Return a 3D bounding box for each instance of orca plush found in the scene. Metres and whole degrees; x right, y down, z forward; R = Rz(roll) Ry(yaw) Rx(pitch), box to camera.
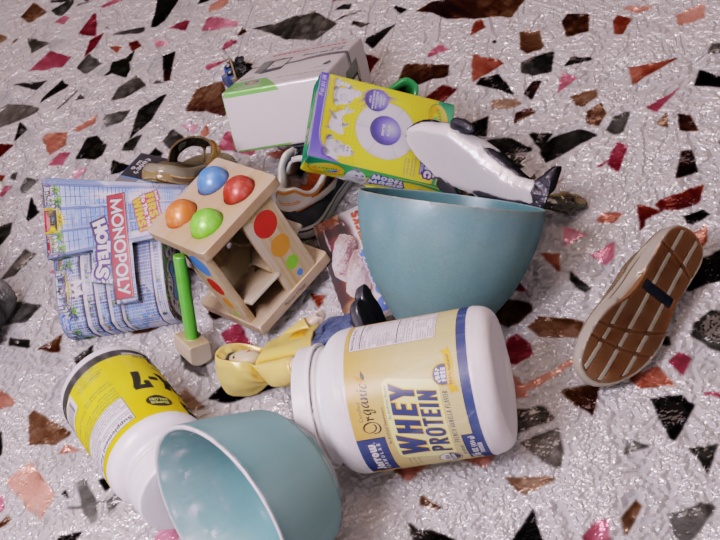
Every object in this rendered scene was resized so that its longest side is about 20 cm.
[{"bbox_3d":[0.149,-0.133,1.370,0.199,0.106,0.071,15,36,40],"label":"orca plush"}]

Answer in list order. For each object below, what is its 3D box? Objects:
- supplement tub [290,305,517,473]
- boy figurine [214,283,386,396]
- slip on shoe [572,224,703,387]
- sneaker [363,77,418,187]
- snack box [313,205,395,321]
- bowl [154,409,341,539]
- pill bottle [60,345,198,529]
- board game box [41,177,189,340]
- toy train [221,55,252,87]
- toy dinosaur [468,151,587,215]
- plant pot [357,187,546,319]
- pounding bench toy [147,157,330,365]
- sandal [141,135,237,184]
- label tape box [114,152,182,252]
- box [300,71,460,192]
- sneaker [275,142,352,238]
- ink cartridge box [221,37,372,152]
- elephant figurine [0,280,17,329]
[{"bbox_3d":[0.044,0.120,1.169,0.199,0.145,0.145,-11,43,14],"label":"supplement tub"},{"bbox_3d":[-0.069,0.081,1.303,0.199,0.065,0.125,-21,20,23],"label":"boy figurine"},{"bbox_3d":[0.275,0.038,1.215,0.201,0.076,0.061,-55,10,-20],"label":"slip on shoe"},{"bbox_3d":[0.033,-0.176,1.511,0.084,0.074,0.201,-46,24,43],"label":"sneaker"},{"bbox_3d":[0.000,0.000,1.400,0.072,0.024,0.201,-24,42,3],"label":"snack box"},{"bbox_3d":[-0.094,0.213,1.125,0.200,0.202,0.105,23,39,39],"label":"bowl"},{"bbox_3d":[-0.230,0.175,1.260,0.114,0.115,0.200,-36,44,-13],"label":"pill bottle"},{"bbox_3d":[-0.282,-0.030,1.459,0.198,0.062,0.202,-11,78,16],"label":"board game box"},{"bbox_3d":[-0.171,-0.249,1.729,0.046,0.034,0.201,-30,41,12],"label":"toy train"},{"bbox_3d":[0.162,-0.084,1.400,0.199,0.048,0.089,-14,49,16],"label":"toy dinosaur"},{"bbox_3d":[0.090,-0.010,1.269,0.198,0.136,0.200,6,8,-1],"label":"plant pot"},{"bbox_3d":[-0.168,-0.009,1.375,0.124,0.156,0.200,20,62,46],"label":"pounding bench toy"},{"bbox_3d":[-0.208,-0.139,1.471,0.080,0.054,0.200,3,9,16],"label":"sandal"},{"bbox_3d":[-0.303,-0.084,1.596,0.199,0.064,0.144,15,54,34],"label":"label tape box"},{"bbox_3d":[0.035,-0.158,1.441,0.199,0.048,0.118,12,69,-12],"label":"box"},{"bbox_3d":[-0.050,-0.138,1.525,0.078,0.080,0.201,-1,45,25],"label":"sneaker"},{"bbox_3d":[-0.078,-0.235,1.581,0.144,0.085,0.200,-7,22,17],"label":"ink cartridge box"},{"bbox_3d":[-0.537,0.015,1.498,0.154,0.201,0.142,14,53,34],"label":"elephant figurine"}]
